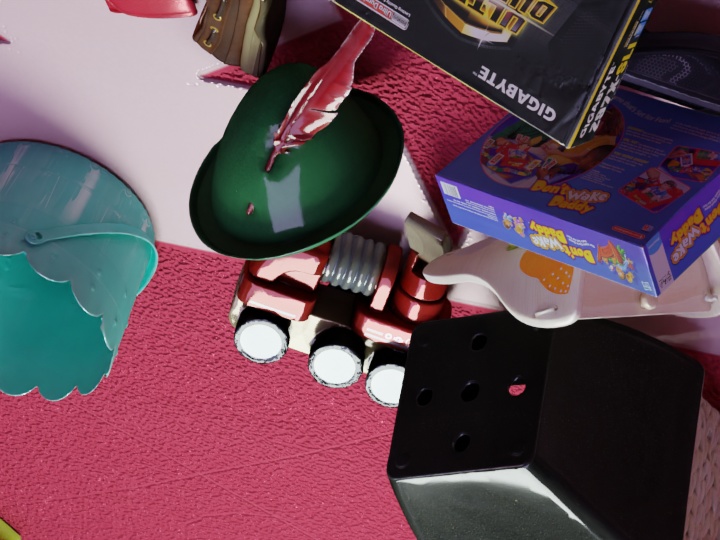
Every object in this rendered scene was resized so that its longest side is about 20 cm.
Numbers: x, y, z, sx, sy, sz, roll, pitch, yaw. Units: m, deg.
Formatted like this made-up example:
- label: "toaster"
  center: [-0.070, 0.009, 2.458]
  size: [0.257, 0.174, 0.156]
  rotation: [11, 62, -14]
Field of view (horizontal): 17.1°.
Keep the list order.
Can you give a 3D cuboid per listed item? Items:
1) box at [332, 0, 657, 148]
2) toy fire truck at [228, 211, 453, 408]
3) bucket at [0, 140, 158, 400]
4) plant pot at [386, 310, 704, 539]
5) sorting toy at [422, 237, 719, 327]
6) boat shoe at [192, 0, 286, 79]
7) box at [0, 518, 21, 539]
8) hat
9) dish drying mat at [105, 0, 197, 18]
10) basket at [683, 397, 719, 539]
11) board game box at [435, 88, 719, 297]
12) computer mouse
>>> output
- label: "box"
  center: [0.095, -0.198, 1.554]
  size: [0.200, 0.049, 0.160]
  rotation: [34, 115, 19]
- label: "toy fire truck"
  center: [0.000, 0.000, 1.926]
  size: [0.175, 0.129, 0.201]
  rotation: [19, 124, -5]
- label: "bucket"
  center: [-0.277, -0.001, 2.031]
  size: [0.206, 0.135, 0.208]
  rotation: [15, 144, 11]
- label: "plant pot"
  center: [0.129, 0.131, 1.866]
  size: [0.199, 0.200, 0.177]
  rotation: [-9, 147, 36]
- label: "sorting toy"
  center: [0.148, -0.009, 1.800]
  size: [0.179, 0.107, 0.199]
  rotation: [-8, 176, 42]
- label: "boat shoe"
  center: [-0.089, -0.215, 1.717]
  size: [0.067, 0.072, 0.200]
  rotation: [16, 146, 4]
- label: "box"
  center: [-0.456, 0.278, 2.552]
  size: [0.199, 0.048, 0.122]
  rotation: [-16, 130, 40]
- label: "hat"
  center: [-0.067, -0.128, 1.733]
  size: [0.199, 0.166, 0.176]
  rotation: [-24, 135, 7]
- label: "dish drying mat"
  center: [-0.181, -0.260, 1.752]
  size: [0.076, 0.018, 0.200]
  rotation: [5, 140, 21]
- label: "basket"
  center: [0.218, 0.220, 1.982]
  size: [0.197, 0.201, 0.161]
  rotation: [-9, 146, 34]
- label: "board game box"
  center: [0.169, -0.064, 1.659]
  size: [0.200, 0.134, 0.045]
  rotation: [22, 144, 45]
- label: "computer mouse"
  center: [0.215, -0.144, 1.644]
  size: [0.199, 0.053, 0.139]
  rotation: [18, -178, -4]
